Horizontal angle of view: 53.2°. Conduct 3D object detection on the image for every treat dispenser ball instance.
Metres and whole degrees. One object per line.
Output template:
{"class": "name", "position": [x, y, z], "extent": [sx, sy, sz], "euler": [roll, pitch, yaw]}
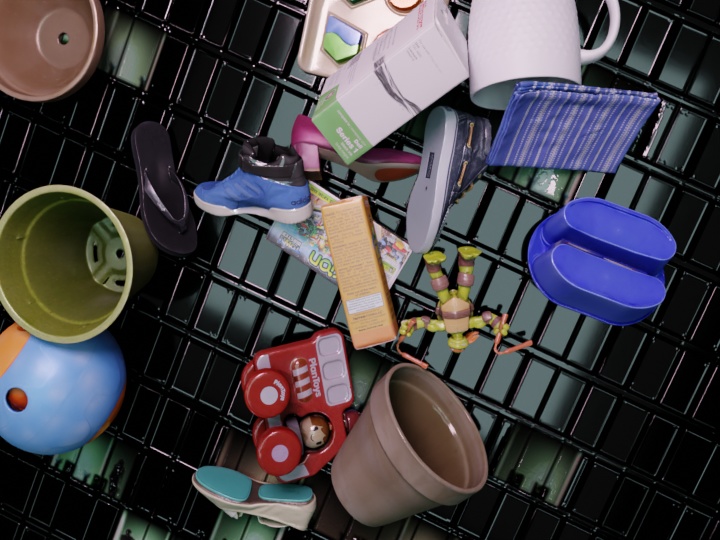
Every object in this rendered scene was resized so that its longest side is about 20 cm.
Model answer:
{"class": "treat dispenser ball", "position": [-0.440, 0.160, 1.039], "extent": [0.195, 0.201, 0.207], "euler": [1, 96, 6]}

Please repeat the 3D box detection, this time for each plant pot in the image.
{"class": "plant pot", "position": [0.053, 0.264, 1.012], "extent": [0.200, 0.200, 0.173], "euler": [46, 114, 0]}
{"class": "plant pot", "position": [-0.453, -0.345, 1.044], "extent": [0.195, 0.093, 0.207], "euler": [1, 95, 6]}
{"class": "plant pot", "position": [-0.378, -0.015, 1.020], "extent": [0.194, 0.190, 0.206], "euler": [1, 95, 6]}

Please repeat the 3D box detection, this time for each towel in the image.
{"class": "towel", "position": [0.274, -0.182, 0.946], "extent": [0.194, 0.146, 0.024], "euler": [2, 55, -8]}

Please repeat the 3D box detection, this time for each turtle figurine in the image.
{"class": "turtle figurine", "position": [0.145, 0.051, 1.029], "extent": [0.194, 0.065, 0.166], "euler": [-2, 108, 10]}

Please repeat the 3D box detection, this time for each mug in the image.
{"class": "mug", "position": [0.237, -0.321, 0.940], "extent": [0.194, 0.147, 0.181], "euler": [-2, 87, 12]}

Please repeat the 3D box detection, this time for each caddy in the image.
{"class": "caddy", "position": [0.330, -0.011, 0.986], "extent": [0.195, 0.105, 0.144], "euler": [21, 74, 4]}

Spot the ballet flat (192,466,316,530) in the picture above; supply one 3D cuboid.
{"class": "ballet flat", "position": [-0.165, 0.355, 1.099], "extent": [0.194, 0.069, 0.072], "euler": [11, 97, 5]}

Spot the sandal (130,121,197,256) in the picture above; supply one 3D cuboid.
{"class": "sandal", "position": [-0.289, -0.118, 1.054], "extent": [0.042, 0.075, 0.205], "euler": [-13, 95, 50]}

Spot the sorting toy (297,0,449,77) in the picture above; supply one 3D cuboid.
{"class": "sorting toy", "position": [0.020, -0.358, 1.018], "extent": [0.195, 0.036, 0.190], "euler": [14, 97, 5]}

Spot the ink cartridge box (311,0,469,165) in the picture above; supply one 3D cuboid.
{"class": "ink cartridge box", "position": [0.042, -0.251, 0.936], "extent": [0.198, 0.148, 0.085], "euler": [-31, 115, 25]}

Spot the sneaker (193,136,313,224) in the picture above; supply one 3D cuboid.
{"class": "sneaker", "position": [-0.158, -0.136, 1.008], "extent": [0.196, 0.077, 0.114], "euler": [12, 123, 29]}

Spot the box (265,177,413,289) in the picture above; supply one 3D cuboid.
{"class": "box", "position": [-0.030, -0.041, 1.056], "extent": [0.197, 0.035, 0.112], "euler": [32, 98, 2]}

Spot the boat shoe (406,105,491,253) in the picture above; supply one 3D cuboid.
{"class": "boat shoe", "position": [0.127, -0.120, 1.004], "extent": [0.089, 0.071, 0.206], "euler": [4, 106, -28]}

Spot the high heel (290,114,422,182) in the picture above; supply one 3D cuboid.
{"class": "high heel", "position": [-0.002, -0.182, 1.031], "extent": [0.194, 0.068, 0.099], "euler": [1, 73, -6]}

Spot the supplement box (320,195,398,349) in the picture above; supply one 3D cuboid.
{"class": "supplement box", "position": [0.000, 0.000, 1.006], "extent": [0.067, 0.067, 0.205], "euler": [-15, 95, 8]}

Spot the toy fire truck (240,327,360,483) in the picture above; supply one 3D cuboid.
{"class": "toy fire truck", "position": [-0.084, 0.201, 1.058], "extent": [0.163, 0.112, 0.206], "euler": [-13, 95, -11]}
